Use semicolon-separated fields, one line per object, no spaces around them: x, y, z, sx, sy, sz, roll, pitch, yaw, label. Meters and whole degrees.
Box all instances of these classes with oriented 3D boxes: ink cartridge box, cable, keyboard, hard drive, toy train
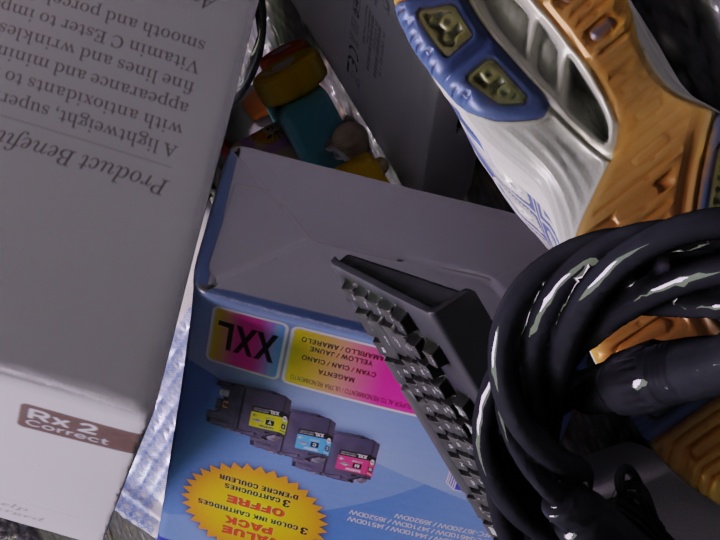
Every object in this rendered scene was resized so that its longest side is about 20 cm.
0.000;0.062;0.765;0.200;0.136;0.077;103;-179;-49;ink cartridge box
0.101;0.074;0.526;0.163;0.051;0.201;22;140;14;cable
0.064;0.083;0.643;0.127;0.021;0.200;18;145;55;keyboard
-0.009;-0.135;0.799;0.201;0.026;0.132;61;163;24;hard drive
0.000;0.000;0.854;0.200;0.055;0.150;59;175;34;toy train

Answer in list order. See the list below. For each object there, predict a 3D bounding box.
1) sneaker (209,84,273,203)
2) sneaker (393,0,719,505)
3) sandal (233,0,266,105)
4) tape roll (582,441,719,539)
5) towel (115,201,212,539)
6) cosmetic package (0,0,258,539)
-0.064;-0.012;1.027;0.076;0.092;0.200;59;161;29;sneaker
0.084;-0.020;0.605;0.201;0.075;0.088;62;-175;14;sneaker
-0.071;-0.099;0.926;0.200;0.043;0.076;106;152;-53;sandal
0.123;0.162;0.754;0.203;0.037;0.203;58;162;31;tape roll
-0.055;0.064;0.930;0.200;0.147;0.024;36;-165;10;towel
-0.139;-0.032;0.753;0.165;0.164;0.201;118;167;-65;cosmetic package
